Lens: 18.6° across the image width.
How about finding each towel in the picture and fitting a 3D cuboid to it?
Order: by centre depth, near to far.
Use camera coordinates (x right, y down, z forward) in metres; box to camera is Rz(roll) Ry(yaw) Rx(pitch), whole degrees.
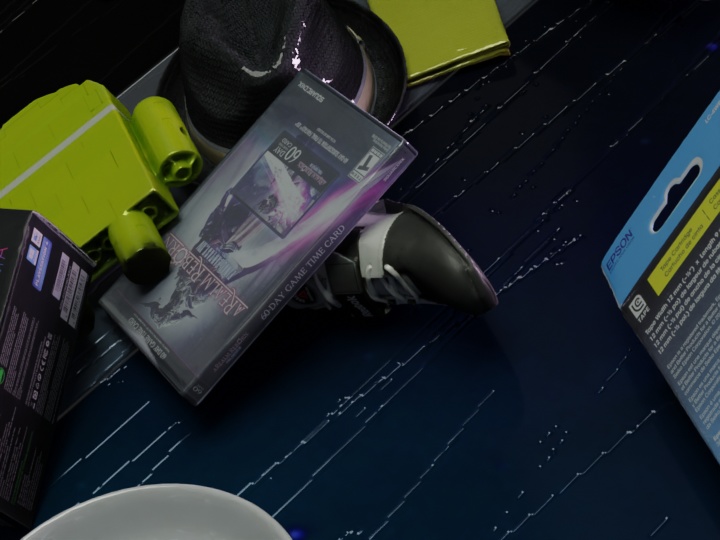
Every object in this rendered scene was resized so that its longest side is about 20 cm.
[{"bbox_3d":[0.045,-0.204,1.559,0.086,0.018,0.200,-21,44,5],"label":"towel"}]

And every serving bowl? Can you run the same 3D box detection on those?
[{"bbox_3d":[-0.114,0.210,1.160,0.200,0.066,0.200,-10,45,10],"label":"serving bowl"}]

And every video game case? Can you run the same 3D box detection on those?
[{"bbox_3d":[-0.066,-0.024,1.344,0.200,0.019,0.143,-48,36,-1],"label":"video game case"}]

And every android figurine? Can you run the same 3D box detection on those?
[{"bbox_3d":[-0.189,-0.045,1.422,0.182,0.041,0.200,-39,44,6],"label":"android figurine"}]

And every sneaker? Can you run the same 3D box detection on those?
[{"bbox_3d":[0.000,0.000,1.334,0.089,0.074,0.200,-45,39,-16],"label":"sneaker"}]

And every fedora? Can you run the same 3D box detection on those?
[{"bbox_3d":[-0.066,-0.144,1.472,0.200,0.092,0.201,-11,45,12],"label":"fedora"}]

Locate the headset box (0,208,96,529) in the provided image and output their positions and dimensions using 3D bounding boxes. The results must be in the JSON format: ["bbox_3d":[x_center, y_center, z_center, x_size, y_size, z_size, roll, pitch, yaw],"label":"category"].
[{"bbox_3d":[-0.283,0.052,1.316,0.200,0.093,0.174,4,69,22],"label":"headset box"}]

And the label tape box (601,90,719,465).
[{"bbox_3d":[0.224,0.012,1.193,0.066,0.143,0.200,16,30,-32],"label":"label tape box"}]
